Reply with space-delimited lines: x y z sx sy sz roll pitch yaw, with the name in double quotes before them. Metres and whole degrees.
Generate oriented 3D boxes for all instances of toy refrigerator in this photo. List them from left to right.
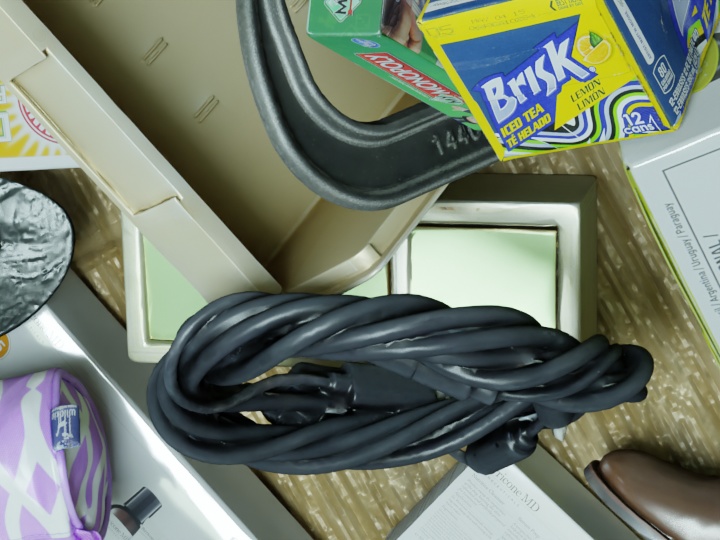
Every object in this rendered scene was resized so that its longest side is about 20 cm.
"toy refrigerator" 0.000 0.000 0.935 0.199 0.070 0.076 2 103 12

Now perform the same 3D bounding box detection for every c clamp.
"c clamp" 0.022 -0.118 0.797 0.027 0.200 0.171 -11 107 51

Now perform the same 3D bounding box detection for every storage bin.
"storage bin" -0.038 -0.119 0.824 0.200 0.199 0.094 48 147 -17

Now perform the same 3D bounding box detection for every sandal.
"sandal" -0.220 -0.001 0.912 0.199 0.048 0.076 -3 90 -9

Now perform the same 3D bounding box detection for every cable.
"cable" 0.014 0.047 0.823 0.163 0.199 0.051 -13 69 46

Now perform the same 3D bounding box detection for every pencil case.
"pencil case" -0.200 0.101 0.918 0.199 0.084 0.086 -13 71 9

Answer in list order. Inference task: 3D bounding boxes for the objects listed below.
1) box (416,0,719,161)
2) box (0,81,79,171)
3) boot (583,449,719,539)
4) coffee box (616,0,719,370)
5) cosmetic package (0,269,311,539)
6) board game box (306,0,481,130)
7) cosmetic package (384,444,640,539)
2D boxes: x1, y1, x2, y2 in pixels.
"box" 0.091 -0.130 0.734 0.070 0.200 0.064 -9 131 35
"box" -0.172 -0.099 0.928 0.199 0.112 0.102 -2 101 12
"boot" 0.214 0.048 0.905 0.186 0.064 0.201 25 104 6
"coffee box" 0.210 -0.053 0.775 0.197 0.200 0.200 -22 123 16
"cosmetic package" -0.107 0.097 0.984 0.083 0.051 0.200 -42 90 17
"board game box" 0.034 -0.160 0.735 0.029 0.134 0.201 2 81 26
"cosmetic package" 0.108 0.163 0.959 0.200 0.051 0.083 43 110 0
